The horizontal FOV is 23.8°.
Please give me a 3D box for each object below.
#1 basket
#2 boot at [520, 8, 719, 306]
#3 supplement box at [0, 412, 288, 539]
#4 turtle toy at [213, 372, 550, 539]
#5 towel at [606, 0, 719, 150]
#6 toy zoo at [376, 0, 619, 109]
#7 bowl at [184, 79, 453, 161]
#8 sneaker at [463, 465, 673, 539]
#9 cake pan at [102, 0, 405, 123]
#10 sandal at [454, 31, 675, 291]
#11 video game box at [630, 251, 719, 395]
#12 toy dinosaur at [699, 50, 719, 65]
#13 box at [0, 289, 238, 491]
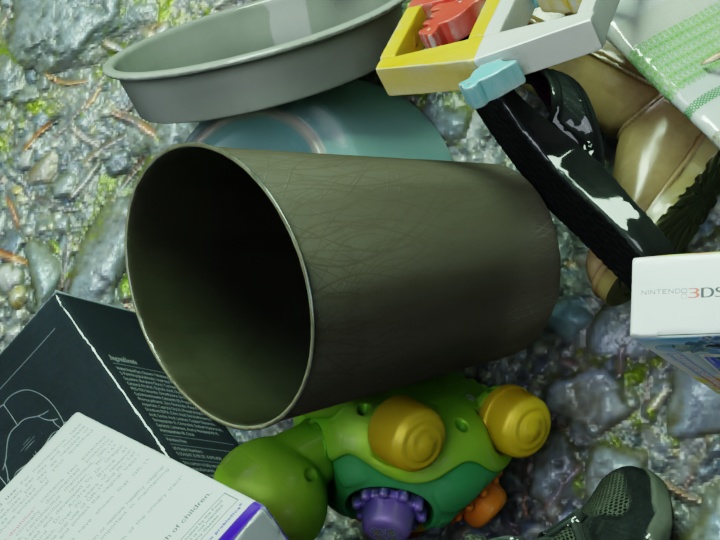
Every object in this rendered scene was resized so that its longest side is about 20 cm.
[{"bbox_3d":[0.000,0.000,0.931,0.180,0.199,0.137,36,121,43],"label":"basket"},{"bbox_3d":[0.129,-0.098,1.021,0.200,0.066,0.176,36,86,27],"label":"boot"},{"bbox_3d":[-0.111,0.164,0.896,0.103,0.101,0.199,-48,34,-21],"label":"supplement box"},{"bbox_3d":[0.005,0.106,0.984,0.145,0.199,0.102,25,114,53],"label":"turtle toy"},{"bbox_3d":[0.228,-0.115,0.947,0.149,0.031,0.200,-28,63,-23],"label":"towel"},{"bbox_3d":[0.087,-0.156,0.950,0.130,0.021,0.201,-9,36,31],"label":"toy zoo"},{"bbox_3d":[-0.046,-0.036,1.074,0.199,0.105,0.203,-6,78,27],"label":"bowl"},{"bbox_3d":[0.096,0.158,0.916,0.114,0.200,0.076,40,141,-2],"label":"sneaker"},{"bbox_3d":[-0.061,-0.137,1.065,0.199,0.200,0.037,-5,110,26],"label":"cake pan"},{"bbox_3d":[0.119,-0.064,0.947,0.048,0.075,0.201,-34,63,-9],"label":"sandal"},{"bbox_3d":[0.251,0.031,0.854,0.181,0.200,0.047,-6,74,26],"label":"video game box"},{"bbox_3d":[0.296,-0.113,0.900,0.199,0.061,0.106,31,58,13],"label":"toy dinosaur"},{"bbox_3d":[-0.165,0.141,1.101,0.148,0.107,0.200,-45,65,13],"label":"box"}]
